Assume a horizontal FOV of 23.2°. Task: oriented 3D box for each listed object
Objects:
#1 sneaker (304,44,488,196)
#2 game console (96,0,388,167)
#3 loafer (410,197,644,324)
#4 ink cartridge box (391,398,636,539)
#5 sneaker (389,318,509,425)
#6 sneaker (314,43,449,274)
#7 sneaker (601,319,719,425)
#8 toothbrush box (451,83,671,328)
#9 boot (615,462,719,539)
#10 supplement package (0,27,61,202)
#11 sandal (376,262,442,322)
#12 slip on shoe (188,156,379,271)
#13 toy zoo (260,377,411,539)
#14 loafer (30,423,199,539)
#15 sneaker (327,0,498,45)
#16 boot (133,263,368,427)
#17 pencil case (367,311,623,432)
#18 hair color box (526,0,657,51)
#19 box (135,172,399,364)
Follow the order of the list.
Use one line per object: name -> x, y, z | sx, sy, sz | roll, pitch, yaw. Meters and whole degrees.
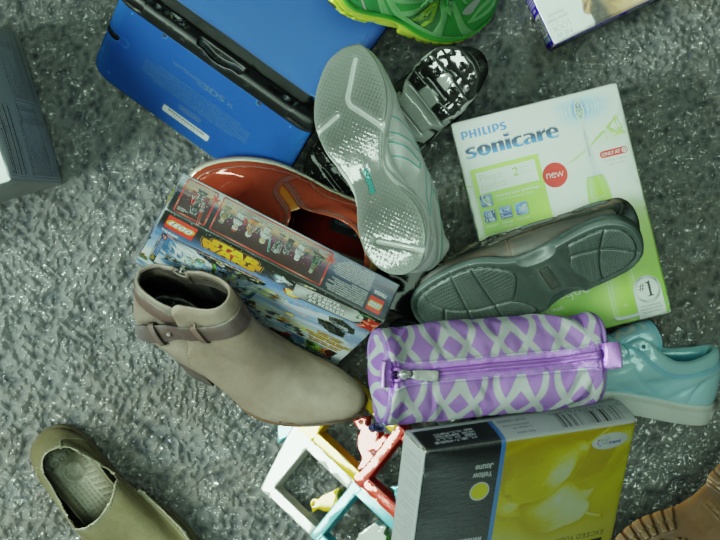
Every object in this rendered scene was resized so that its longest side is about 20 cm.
sneaker -> 0.038, -0.129, 1.516 | 0.200, 0.090, 0.067 | -37, 89, 29
game console -> -0.103, -0.197, 1.516 | 0.200, 0.171, 0.118 | 36, 52, 1
loafer -> 0.138, -0.005, 1.442 | 0.200, 0.063, 0.072 | -19, 119, 18
ink cartridge box -> 0.121, 0.211, 1.458 | 0.197, 0.047, 0.200 | -7, 118, -24
sneaker -> 0.096, 0.112, 1.511 | 0.075, 0.079, 0.200 | -41, 111, 13
sneaker -> 0.018, -0.088, 1.447 | 0.070, 0.080, 0.201 | -21, 78, 24
sneaker -> 0.215, 0.076, 1.500 | 0.200, 0.074, 0.082 | 9, 101, -19
toothbrush box -> 0.170, -0.045, 1.504 | 0.145, 0.086, 0.200 | -13, 90, 3
boot -> 0.294, 0.237, 1.501 | 0.200, 0.107, 0.075 | -35, 56, 4
supplement package -> -0.378, -0.114, 1.466 | 0.191, 0.200, 0.147 | -17, 91, 2
sandal -> 0.001, -0.001, 1.533 | 0.200, 0.043, 0.076 | 12, 93, 2
slip on shoe -> -0.063, -0.045, 1.488 | 0.200, 0.061, 0.074 | 20, 119, 16
toy zoo -> 0.002, 0.186, 1.522 | 0.200, 0.020, 0.131 | 42, 104, 16
loafer -> -0.217, 0.218, 1.536 | 0.200, 0.067, 0.076 | 41, 93, 1
sneaker -> 0.055, -0.238, 1.459 | 0.084, 0.200, 0.074 | -28, 71, 40
boot -> -0.099, 0.060, 1.474 | 0.200, 0.146, 0.070 | 11, 59, 18
pencil case -> 0.100, 0.076, 1.403 | 0.200, 0.086, 0.084 | -6, 77, -12
hair color box -> 0.171, -0.303, 1.507 | 0.109, 0.065, 0.200 | -25, 92, 2
box -> -0.081, 0.002, 1.466 | 0.200, 0.137, 0.040 | 28, 66, -8
